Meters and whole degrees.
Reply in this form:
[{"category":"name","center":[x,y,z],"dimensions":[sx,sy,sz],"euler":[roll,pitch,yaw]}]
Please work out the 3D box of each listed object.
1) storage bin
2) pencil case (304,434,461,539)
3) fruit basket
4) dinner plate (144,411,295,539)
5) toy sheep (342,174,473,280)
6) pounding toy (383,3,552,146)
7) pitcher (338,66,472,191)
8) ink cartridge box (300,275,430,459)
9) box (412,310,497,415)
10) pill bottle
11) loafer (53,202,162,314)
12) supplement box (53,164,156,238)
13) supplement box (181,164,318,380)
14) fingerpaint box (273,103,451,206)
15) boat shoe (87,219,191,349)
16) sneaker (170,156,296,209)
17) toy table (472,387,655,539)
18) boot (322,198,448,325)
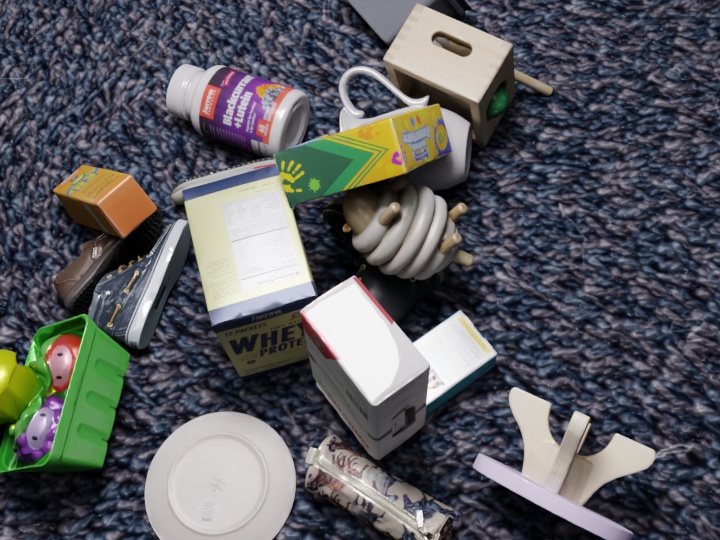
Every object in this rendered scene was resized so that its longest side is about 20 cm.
[{"category":"storage bin","center":[0.061,-0.443,1.497],"dimensions":[0.134,0.145,0.200],"euler":[-43,66,14]},{"category":"pencil case","center":[0.022,0.283,1.160],"dimensions":[0.200,0.090,0.078],"euler":[29,70,18]},{"category":"fruit basket","center":[-0.423,0.154,1.198],"dimensions":[0.155,0.215,0.216],"euler":[-16,56,40]},{"category":"dinner plate","center":[-0.184,0.277,1.216],"dimensions":[0.199,0.024,0.201],"euler":[-2,65,4]},{"category":"toy sheep","center":[0.065,-0.051,1.223],"dimensions":[0.200,0.138,0.138],"euler":[29,66,-15]},{"category":"pounding toy","center":[0.166,-0.289,1.390],"dimensions":[0.200,0.184,0.142],"euler":[28,81,17]},{"category":"pitcher","center":[0.060,-0.205,1.359],"dimensions":[0.199,0.121,0.172],"euler":[6,106,12]},{"category":"ink cartridge box","center":[0.007,0.121,1.123],"dimensions":[0.083,0.200,0.147],"euler":[-34,66,-15]},{"category":"box","center":[0.079,0.145,1.244],"dimensions":[0.200,0.049,0.082],"euler":[-34,66,-11]},{"category":"pill bottle","center":[-0.188,-0.246,1.421],"dimensions":[0.199,0.112,0.112],"euler":[20,67,14]},{"category":"loafer","center":[-0.369,-0.032,1.352],"dimensions":[0.071,0.073,0.200],"euler":[34,71,19]},{"category":"supplement box","center":[-0.368,-0.100,1.332],"dimensions":[0.067,0.069,0.200],"euler":[-46,29,-20]},{"category":"supplement box","center":[-0.133,0.007,1.244],"dimensions":[0.134,0.200,0.200],"euler":[-16,63,-3]},{"category":"fingerpaint box","center":[0.008,-0.155,1.220],"dimensions":[0.166,0.200,0.074],"euler":[-13,99,25]},{"category":"boat shoe","center":[-0.315,0.007,1.329],"dimensions":[0.091,0.071,0.201],"euler":[17,69,8]},{"category":"sneaker","center":[-0.184,-0.105,1.375],"dimensions":[0.199,0.070,0.094],"euler":[-13,97,16]},{"category":"toy table","center":[0.249,0.233,1.131],"dimensions":[0.200,0.184,0.117],"euler":[25,85,7]},{"category":"boot","center":[0.001,0.000,1.303],"dimensions":[0.203,0.074,0.154],"euler":[33,65,14]}]
